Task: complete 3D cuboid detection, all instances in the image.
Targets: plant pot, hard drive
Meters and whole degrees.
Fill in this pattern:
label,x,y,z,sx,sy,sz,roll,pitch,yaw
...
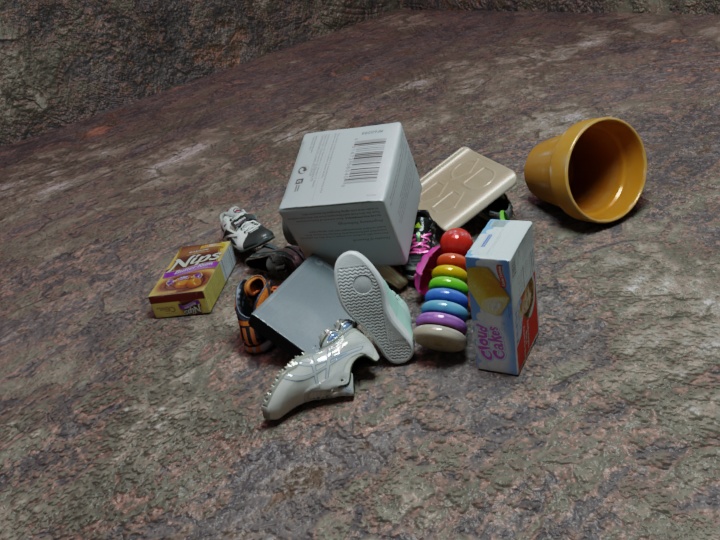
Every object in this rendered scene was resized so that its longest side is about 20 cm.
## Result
label,x,y,z,sx,sy,sz,roll,pitch,yaw
plant pot,0.435,-0.202,1.397,0.200,0.201,0.183,-22,16,-19
hard drive,-0.079,0.066,1.181,0.139,0.033,0.200,35,42,6

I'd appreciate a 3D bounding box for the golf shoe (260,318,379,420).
label,x,y,z,sx,sy,sz,roll,pitch,yaw
golf shoe,-0.057,0.163,1.035,0.097,0.078,0.200,40,69,21

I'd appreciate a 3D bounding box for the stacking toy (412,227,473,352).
label,x,y,z,sx,sy,sz,roll,pitch,yaw
stacking toy,0.140,0.023,1.099,0.085,0.085,0.201,3,68,24

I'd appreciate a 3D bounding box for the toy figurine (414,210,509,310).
label,x,y,z,sx,sy,sz,roll,pitch,yaw
toy figurine,0.185,0.014,1.192,0.184,0.150,0.200,-17,52,17

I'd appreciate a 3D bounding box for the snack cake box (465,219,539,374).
label,x,y,z,sx,sy,sz,roll,pitch,yaw
snack cake box,0.213,0.038,1.024,0.067,0.200,0.115,6,33,28

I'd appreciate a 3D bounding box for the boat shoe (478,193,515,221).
label,x,y,z,sx,sy,sz,roll,pitch,yaw
boat shoe,0.281,-0.136,1.440,0.072,0.066,0.201,-11,30,0

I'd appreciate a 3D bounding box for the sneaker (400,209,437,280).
label,x,y,z,sx,sy,sz,roll,pitch,yaw
sneaker,0.112,-0.055,1.334,0.074,0.088,0.200,-2,31,9

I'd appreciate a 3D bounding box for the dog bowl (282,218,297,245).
label,x,y,z,sx,sy,sz,roll,pitch,yaw
dog bowl,-0.086,-0.138,1.454,0.059,0.201,0.200,20,40,21

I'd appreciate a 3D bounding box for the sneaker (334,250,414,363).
label,x,y,z,sx,sy,sz,roll,pitch,yaw
sneaker,0.020,0.043,1.105,0.074,0.201,0.118,-26,20,12

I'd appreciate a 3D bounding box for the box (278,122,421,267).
label,x,y,z,sx,sy,sz,roll,pitch,yaw
box,-0.010,-0.133,1.258,0.199,0.171,0.199,-3,51,21

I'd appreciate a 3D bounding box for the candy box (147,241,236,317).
label,x,y,z,sx,sy,sz,roll,pitch,yaw
candy box,-0.337,0.015,1.407,0.116,0.057,0.200,-6,28,10

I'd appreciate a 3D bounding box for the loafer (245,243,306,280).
label,x,y,z,sx,sy,sz,roll,pitch,yaw
loafer,-0.165,-0.009,1.365,0.063,0.072,0.200,-27,19,-24

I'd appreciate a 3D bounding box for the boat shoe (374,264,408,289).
label,x,y,z,sx,sy,sz,roll,pitch,yaw
boat shoe,0.000,0.000,1.313,0.200,0.072,0.065,25,81,31

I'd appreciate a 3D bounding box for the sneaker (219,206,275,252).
label,x,y,z,sx,sy,sz,roll,pitch,yaw
sneaker,-0.255,-0.092,1.485,0.074,0.089,0.200,-27,20,-32

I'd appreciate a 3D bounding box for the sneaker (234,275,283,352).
label,x,y,z,sx,sy,sz,roll,pitch,yaw
sneaker,-0.156,0.047,1.228,0.077,0.112,0.200,0,30,19

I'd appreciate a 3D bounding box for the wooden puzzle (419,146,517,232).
label,x,y,z,sx,sy,sz,roll,pitch,yaw
wooden puzzle,0.207,-0.165,1.447,0.185,0.046,0.200,-38,36,-3

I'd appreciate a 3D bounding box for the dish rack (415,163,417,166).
label,x,y,z,sx,sy,sz,roll,pitch,yaw
dish rack,0.023,-0.223,1.598,0.153,0.055,0.200,-4,-3,34
